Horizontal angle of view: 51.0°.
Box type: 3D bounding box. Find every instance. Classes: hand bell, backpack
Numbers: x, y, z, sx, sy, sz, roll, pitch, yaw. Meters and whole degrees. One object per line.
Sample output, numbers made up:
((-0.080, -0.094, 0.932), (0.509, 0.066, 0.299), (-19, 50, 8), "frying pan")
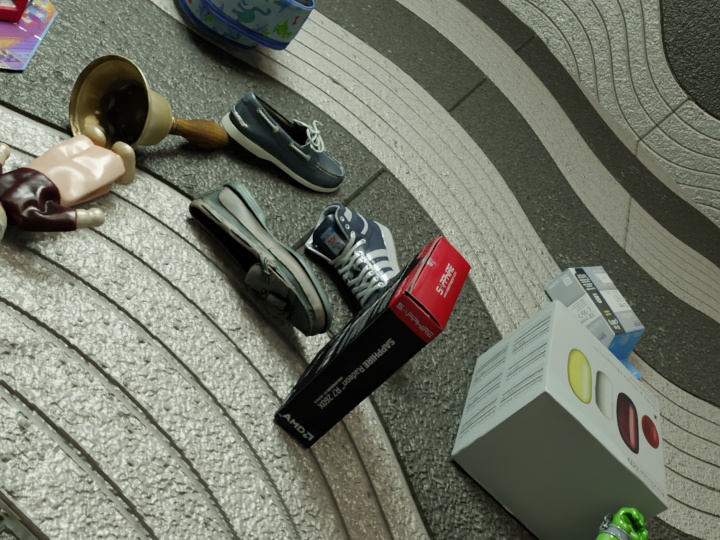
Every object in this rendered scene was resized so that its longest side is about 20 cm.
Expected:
((-0.205, -0.160, 0.825), (0.104, 0.104, 0.200), (55, 21, 14), "hand bell")
((-0.164, -0.402, 1.063), (0.182, 0.147, 0.201), (14, 40, -43), "backpack")

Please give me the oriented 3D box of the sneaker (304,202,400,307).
((0.000, 0.000, 0.882), (0.108, 0.070, 0.201), (28, 29, -35), "sneaker")

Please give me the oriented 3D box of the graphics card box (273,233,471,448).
((0.011, 0.066, 0.700), (0.051, 0.200, 0.126), (43, 31, -4), "graphics card box")

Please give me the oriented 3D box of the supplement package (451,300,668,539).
((0.237, 0.182, 0.889), (0.191, 0.147, 0.200), (43, 31, -6), "supplement package")

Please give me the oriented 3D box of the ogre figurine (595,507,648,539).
((0.254, 0.351, 0.751), (0.119, 0.202, 0.098), (-5, 18, -37), "ogre figurine")

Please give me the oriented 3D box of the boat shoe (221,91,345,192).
((-0.084, -0.165, 0.966), (0.199, 0.062, 0.075), (28, 28, -39), "boat shoe")

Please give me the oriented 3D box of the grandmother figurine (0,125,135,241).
((-0.276, -0.066, 0.648), (0.121, 0.061, 0.200), (22, 32, 13), "grandmother figurine")

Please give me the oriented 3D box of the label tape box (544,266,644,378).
((0.418, 0.090, 1.287), (0.143, 0.066, 0.201), (-1, 54, -51), "label tape box")

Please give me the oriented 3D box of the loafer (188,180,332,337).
((-0.108, -0.006, 0.781), (0.063, 0.072, 0.200), (-22, 64, -36), "loafer")

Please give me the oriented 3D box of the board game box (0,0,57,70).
((-0.394, -0.294, 0.770), (0.157, 0.039, 0.201), (29, 35, -26), "board game box")
